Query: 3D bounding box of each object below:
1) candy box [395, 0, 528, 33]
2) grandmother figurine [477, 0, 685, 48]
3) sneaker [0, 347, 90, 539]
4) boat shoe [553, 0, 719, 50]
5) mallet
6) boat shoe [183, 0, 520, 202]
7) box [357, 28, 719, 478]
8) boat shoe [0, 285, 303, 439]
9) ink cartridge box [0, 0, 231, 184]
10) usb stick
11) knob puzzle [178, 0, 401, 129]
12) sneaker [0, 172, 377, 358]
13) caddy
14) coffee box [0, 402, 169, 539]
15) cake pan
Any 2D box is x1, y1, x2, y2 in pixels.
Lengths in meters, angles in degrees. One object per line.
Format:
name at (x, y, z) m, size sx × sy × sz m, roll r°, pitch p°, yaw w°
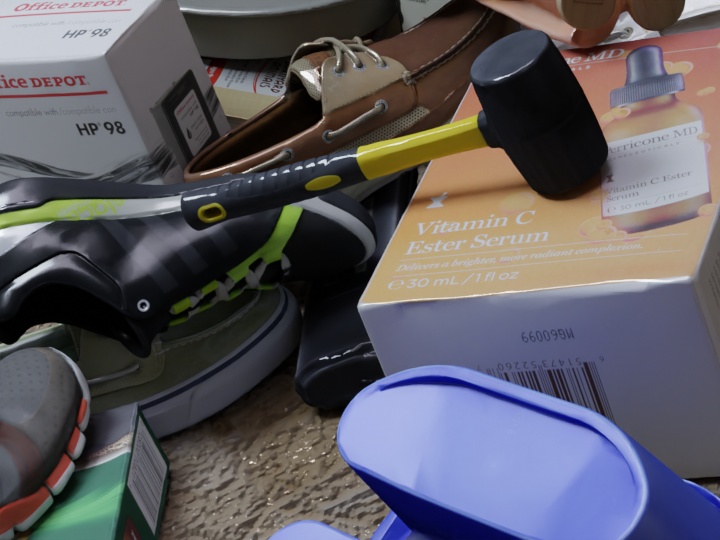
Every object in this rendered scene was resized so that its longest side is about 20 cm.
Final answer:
candy box at (0.124, -0.182, 1.385) m, size 0.136 × 0.061 × 0.200 m, roll 13°, pitch 42°, yaw 25°
grandmother figurine at (0.063, -0.148, 1.204) m, size 0.121 × 0.061 × 0.200 m, roll 7°, pitch 7°, yaw -31°
sneaker at (-0.192, 0.086, 1.074) m, size 0.077 × 0.082 × 0.200 m, roll 1°, pitch 37°, yaw 37°
boat shoe at (0.132, -0.091, 1.257) m, size 0.200 × 0.071 × 0.069 m, roll -19°, pitch 29°, yaw 24°
mallet at (0.005, -0.056, 1.067) m, size 0.200 × 0.066 × 0.041 m, roll -8°, pitch 35°, yaw 24°
boat shoe at (-0.004, -0.083, 1.249) m, size 0.200 × 0.072 × 0.076 m, roll -42°, pitch 27°, yaw -11°
box at (0.110, -0.008, 1.093) m, size 0.152 × 0.106 × 0.200 m, roll -7°, pitch 34°, yaw 25°
boat shoe at (-0.124, 0.048, 1.199) m, size 0.200 × 0.062 × 0.072 m, roll -25°, pitch 30°, yaw -8°
ink cartridge box at (-0.137, -0.078, 1.275) m, size 0.116 × 0.200 × 0.067 m, roll 1°, pitch 38°, yaw 34°
usb stick at (0.000, 0.000, 1.228) m, size 0.055 × 0.033 × 0.200 m, roll -22°, pitch 29°, yaw 17°
knob puzzle at (-0.025, -0.113, 1.386) m, size 0.219 × 0.030 × 0.220 m, roll 3°, pitch 33°, yaw -2°
sneaker at (-0.091, 0.006, 1.169) m, size 0.200 × 0.072 × 0.083 m, roll -1°, pitch 63°, yaw -5°
caddy at (0.057, 0.123, 0.925) m, size 0.200 × 0.105 × 0.141 m, roll 18°, pitch 72°, yaw 48°
coffee box at (-0.154, 0.142, 1.086) m, size 0.123 × 0.044 × 0.200 m, roll -15°, pitch 31°, yaw 12°
cake pan at (-0.060, -0.175, 1.405) m, size 0.200 × 0.037 × 0.200 m, roll -1°, pitch 32°, yaw 1°
